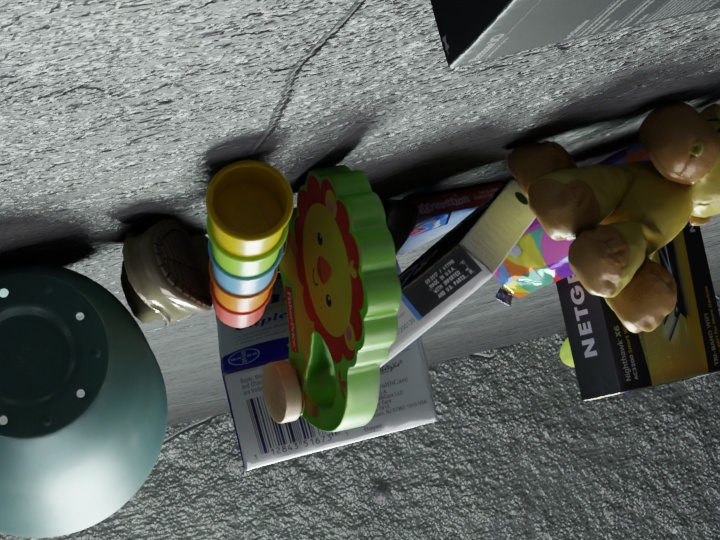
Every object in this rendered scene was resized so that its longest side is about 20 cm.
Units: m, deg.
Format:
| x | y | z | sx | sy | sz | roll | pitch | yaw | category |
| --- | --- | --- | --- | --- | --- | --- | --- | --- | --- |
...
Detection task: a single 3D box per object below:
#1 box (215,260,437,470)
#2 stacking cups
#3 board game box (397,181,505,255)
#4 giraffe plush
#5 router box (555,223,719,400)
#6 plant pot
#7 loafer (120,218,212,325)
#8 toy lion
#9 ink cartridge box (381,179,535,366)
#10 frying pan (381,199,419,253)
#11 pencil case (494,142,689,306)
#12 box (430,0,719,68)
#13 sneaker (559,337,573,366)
| x | y | z | sx | sy | sz | roll | pitch | yaw | category |
| --- | --- | --- | --- | --- | --- | --- | --- | --- | --- |
| -0.037 | 0.077 | 1.962 | 0.183 | 0.106 | 0.200 | -14 | -158 | -2 | box |
| -0.087 | -0.010 | 1.503 | 0.060 | 0.061 | 0.200 | -13 | 160 | -13 | stacking cups |
| 0.040 | -0.037 | 1.889 | 0.102 | 0.020 | 0.200 | -14 | 173 | -29 | board game box |
| 0.236 | -0.061 | 1.660 | 0.162 | 0.173 | 0.200 | -38 | 156 | 13 | giraffe plush |
| 0.249 | 0.007 | 1.927 | 0.156 | 0.202 | 0.052 | -9 | 175 | -41 | router box |
| -0.245 | 0.085 | 1.591 | 0.199 | 0.202 | 0.161 | -13 | 163 | -9 | plant pot |
| -0.151 | 0.009 | 1.620 | 0.068 | 0.076 | 0.200 | -21 | 173 | 6 | loafer |
| -0.019 | 0.023 | 1.557 | 0.068 | 0.202 | 0.191 | -10 | -169 | -22 | toy lion |
| 0.058 | 0.010 | 1.730 | 0.198 | 0.043 | 0.200 | -41 | -179 | 29 | ink cartridge box |
| -0.011 | 0.006 | 1.705 | 0.115 | 0.031 | 0.190 | -31 | -159 | 39 | frying pan |
| 0.192 | -0.045 | 1.814 | 0.199 | 0.089 | 0.088 | -26 | 169 | 25 | pencil case |
| 0.113 | -0.156 | 0.863 | 0.140 | 0.079 | 0.200 | -16 | 174 | -15 | box |
| 0.405 | 0.119 | 3.710 | 0.090 | 0.079 | 0.200 | 1 | 159 | -36 | sneaker |
